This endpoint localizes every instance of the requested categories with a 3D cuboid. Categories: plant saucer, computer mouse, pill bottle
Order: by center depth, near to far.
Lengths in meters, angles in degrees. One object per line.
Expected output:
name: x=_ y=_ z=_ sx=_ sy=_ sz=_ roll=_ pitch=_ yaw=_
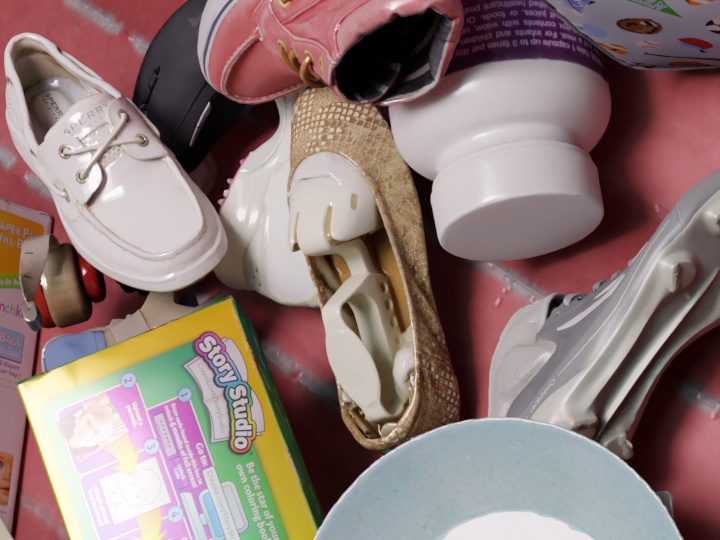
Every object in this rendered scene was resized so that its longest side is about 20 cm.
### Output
plant saucer: x=0.063 y=0.168 z=1.032 sx=0.201 sy=0.039 sz=0.201 roll=-7 pitch=74 yaw=23
pill bottle: x=0.065 y=-0.111 z=1.146 sx=0.112 sy=0.112 sz=0.200 roll=-23 pitch=64 yaw=31
computer mouse: x=-0.101 y=-0.071 z=1.275 sx=0.200 sy=0.046 sz=0.141 roll=-40 pitch=56 yaw=42

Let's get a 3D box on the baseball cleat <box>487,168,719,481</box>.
baseball cleat: x=0.125 y=0.015 z=1.093 sx=0.200 sy=0.070 sz=0.106 roll=-51 pitch=35 yaw=1

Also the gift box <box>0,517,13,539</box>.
gift box: x=-0.259 y=0.243 z=1.203 sx=0.187 sy=0.200 sz=0.185 roll=54 pitch=138 yaw=33

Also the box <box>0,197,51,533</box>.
box: x=-0.267 y=0.051 z=1.354 sx=0.101 sy=0.112 sz=0.200 roll=-4 pitch=73 yaw=36

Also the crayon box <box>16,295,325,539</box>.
crayon box: x=-0.079 y=0.127 z=1.124 sx=0.119 sy=0.058 sz=0.200 roll=-22 pitch=73 yaw=2

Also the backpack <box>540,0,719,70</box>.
backpack: x=0.168 y=-0.179 z=1.047 sx=0.190 sy=0.200 sz=0.154 roll=-10 pitch=76 yaw=28

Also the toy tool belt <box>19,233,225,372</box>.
toy tool belt: x=-0.105 y=0.064 z=1.241 sx=0.123 sy=0.125 sz=0.200 roll=-16 pitch=67 yaw=-1

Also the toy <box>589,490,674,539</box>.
toy: x=0.082 y=0.177 z=1.093 sx=0.200 sy=0.047 sz=0.115 roll=-14 pitch=72 yaw=39

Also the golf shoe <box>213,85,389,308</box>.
golf shoe: x=-0.008 y=-0.072 z=1.227 sx=0.091 sy=0.075 sz=0.200 roll=25 pitch=98 yaw=28

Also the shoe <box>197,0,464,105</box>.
shoe: x=-0.018 y=-0.113 z=1.106 sx=0.200 sy=0.071 sz=0.091 roll=-39 pitch=47 yaw=47

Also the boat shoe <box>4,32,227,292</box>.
boat shoe: x=-0.143 y=-0.062 z=1.227 sx=0.071 sy=0.069 sz=0.200 roll=-34 pitch=49 yaw=-16

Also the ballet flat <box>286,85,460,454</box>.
ballet flat: x=0.000 y=0.000 z=1.152 sx=0.070 sy=0.065 sz=0.200 roll=-21 pitch=87 yaw=33
